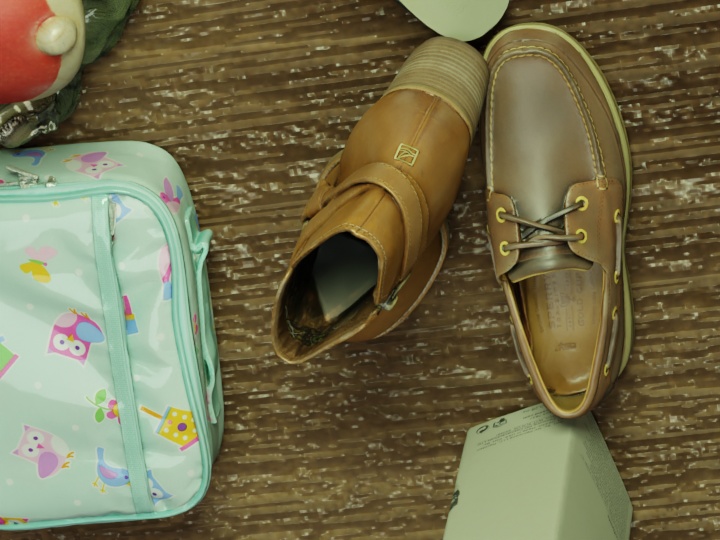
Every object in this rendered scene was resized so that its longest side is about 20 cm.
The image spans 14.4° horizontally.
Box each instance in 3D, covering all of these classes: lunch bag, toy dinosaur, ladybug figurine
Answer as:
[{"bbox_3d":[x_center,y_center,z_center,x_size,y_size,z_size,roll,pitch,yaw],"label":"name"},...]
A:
[{"bbox_3d":[-0.150,0.032,1.457,0.160,0.077,0.200,-3,114,12],"label":"lunch bag"},{"bbox_3d":[-0.136,-0.152,1.387,0.088,0.047,0.200,36,118,-10],"label":"toy dinosaur"},{"bbox_3d":[-0.202,-0.141,1.336,0.200,0.072,0.136,31,139,43],"label":"ladybug figurine"}]

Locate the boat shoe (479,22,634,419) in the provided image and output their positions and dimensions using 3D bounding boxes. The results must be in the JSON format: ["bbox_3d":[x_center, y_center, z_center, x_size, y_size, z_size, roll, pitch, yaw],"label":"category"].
[{"bbox_3d":[0.097,-0.021,1.393,0.072,0.068,0.201,-5,113,12],"label":"boat shoe"}]

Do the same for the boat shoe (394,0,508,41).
[{"bbox_3d":[0.001,-0.193,1.340,0.074,0.063,0.201,-47,117,-14],"label":"boat shoe"}]

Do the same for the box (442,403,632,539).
[{"bbox_3d":[0.085,0.146,1.398,0.068,0.200,0.082,-19,110,18],"label":"box"}]

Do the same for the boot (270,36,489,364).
[{"bbox_3d":[0.000,0.000,1.358,0.077,0.155,0.200,29,134,-2],"label":"boot"}]
